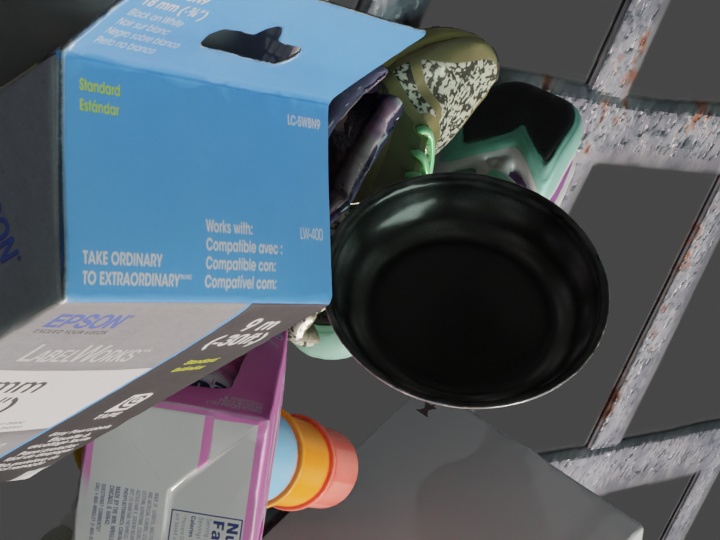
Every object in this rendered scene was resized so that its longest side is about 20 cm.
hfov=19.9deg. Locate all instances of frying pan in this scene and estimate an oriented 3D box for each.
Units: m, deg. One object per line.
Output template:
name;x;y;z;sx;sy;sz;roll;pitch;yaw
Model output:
frying pan;0.004;0.014;0.808;0.189;0.115;0.031;-6;144;-9

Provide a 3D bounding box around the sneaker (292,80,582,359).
sneaker;0.039;0.013;0.999;0.200;0.078;0.140;-39;146;-32

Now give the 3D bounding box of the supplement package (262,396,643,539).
supplement package;0.046;0.203;1.125;0.151;0.152;0.200;-41;148;-28

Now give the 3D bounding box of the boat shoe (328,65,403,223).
boat shoe;-0.070;-0.023;0.763;0.200;0.093;0.075;-53;152;-10

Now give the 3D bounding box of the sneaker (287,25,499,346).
sneaker;0.007;-0.029;0.889;0.200;0.088;0.077;-43;149;-28

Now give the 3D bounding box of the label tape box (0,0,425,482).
label tape box;-0.079;-0.002;0.595;0.200;0.064;0.144;-30;165;24

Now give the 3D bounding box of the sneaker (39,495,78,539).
sneaker;-0.127;0.188;0.924;0.092;0.076;0.201;-34;137;-25

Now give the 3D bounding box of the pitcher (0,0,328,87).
pitcher;-0.072;-0.098;0.601;0.200;0.171;0.122;16;89;-61

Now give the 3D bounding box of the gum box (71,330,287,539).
gum box;-0.074;0.116;0.786;0.114;0.066;0.201;-83;-178;-75

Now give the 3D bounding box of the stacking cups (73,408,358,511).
stacking cups;-0.056;0.078;0.939;0.061;0.060;0.200;-61;157;5
